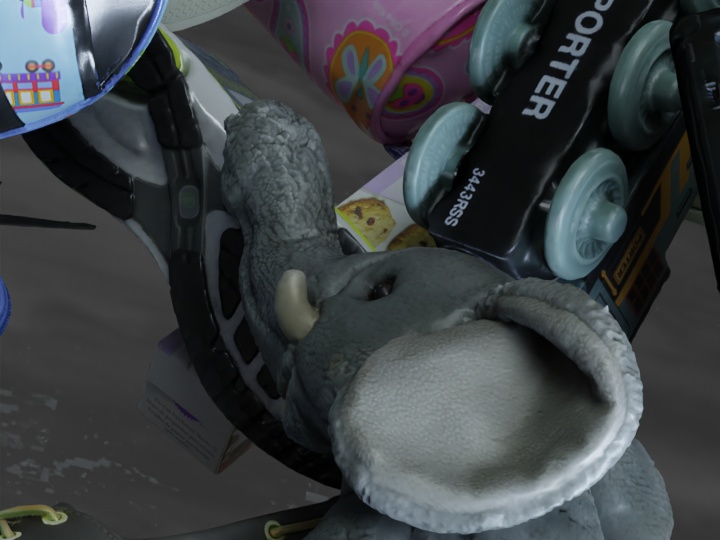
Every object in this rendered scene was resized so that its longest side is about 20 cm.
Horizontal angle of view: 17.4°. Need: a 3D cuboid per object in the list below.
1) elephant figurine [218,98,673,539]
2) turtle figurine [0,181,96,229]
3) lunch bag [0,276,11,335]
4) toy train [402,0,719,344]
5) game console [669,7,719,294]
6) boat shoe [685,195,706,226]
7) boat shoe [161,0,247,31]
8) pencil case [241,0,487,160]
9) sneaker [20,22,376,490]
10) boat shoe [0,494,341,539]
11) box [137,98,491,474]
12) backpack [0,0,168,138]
[{"bbox_3d":[0.025,0.055,0.647,0.155,0.141,0.200,24,71,-19],"label":"elephant figurine"},{"bbox_3d":[-0.163,-0.097,0.841,0.200,0.101,0.150,22,45,8],"label":"turtle figurine"},{"bbox_3d":[-0.218,0.022,0.721,0.200,0.082,0.161,-30,67,-37],"label":"lunch bag"},{"bbox_3d":[0.087,-0.055,0.838,0.085,0.114,0.200,20,71,31],"label":"toy train"},{"bbox_3d":[0.183,-0.012,0.799,0.116,0.200,0.176,-15,48,12],"label":"game console"},{"bbox_3d":[0.159,-0.051,0.940,0.199,0.075,0.066,17,5,-3],"label":"boat shoe"},{"bbox_3d":[-0.034,-0.155,0.860,0.068,0.072,0.200,38,60,16],"label":"boat shoe"},{"bbox_3d":[-0.019,-0.137,0.939,0.087,0.087,0.200,-26,63,-36],"label":"pencil case"},{"bbox_3d":[-0.031,-0.013,0.771,0.200,0.074,0.081,54,20,17],"label":"sneaker"},{"bbox_3d":[-0.084,0.099,0.698,0.201,0.072,0.061,1,74,-29],"label":"boat shoe"},{"bbox_3d":[0.000,0.000,0.849,0.041,0.039,0.200,39,48,15],"label":"box"},{"bbox_3d":[-0.145,-0.141,0.718,0.182,0.200,0.135,-13,18,-1],"label":"backpack"}]
